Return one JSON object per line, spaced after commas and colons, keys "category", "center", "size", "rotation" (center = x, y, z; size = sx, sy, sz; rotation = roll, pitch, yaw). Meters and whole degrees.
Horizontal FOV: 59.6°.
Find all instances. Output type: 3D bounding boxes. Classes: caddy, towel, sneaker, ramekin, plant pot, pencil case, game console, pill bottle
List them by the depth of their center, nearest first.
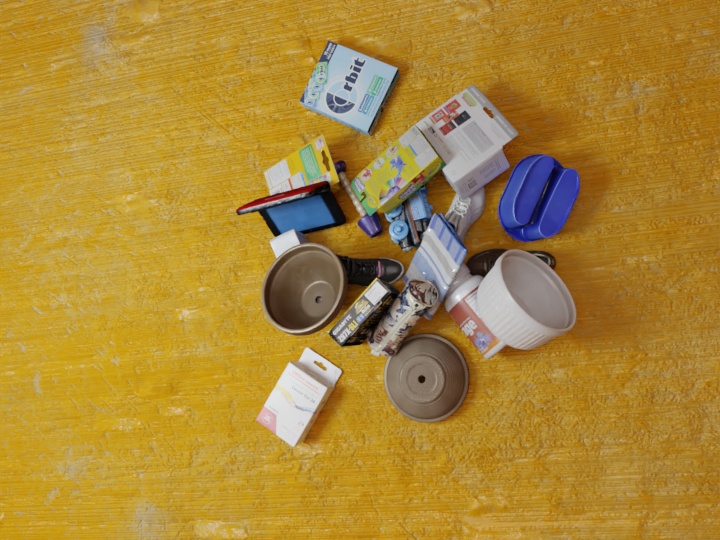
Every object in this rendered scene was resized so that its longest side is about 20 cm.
{"category": "ramekin", "center": [0.334, 0.068, 1.296], "size": [0.201, 0.199, 0.105], "rotation": [51, 131, 13]}
{"category": "plant pot", "center": [-0.108, 0.050, 1.370], "size": [0.199, 0.093, 0.203], "rotation": [-9, 67, 22]}
{"category": "pencil case", "center": [0.089, 0.107, 1.381], "size": [0.078, 0.089, 0.201], "rotation": [41, 126, 9]}
{"category": "towel", "center": [0.160, -0.009, 1.388], "size": [0.201, 0.024, 0.147], "rotation": [-66, 34, 33]}
{"category": "pill bottle", "center": [0.258, 0.086, 1.389], "size": [0.112, 0.112, 0.201], "rotation": [-40, 76, 6]}
{"category": "caddy", "center": [0.391, -0.161, 1.391], "size": [0.140, 0.105, 0.202], "rotation": [25, 90, -8]}
{"category": "sneaker", "center": [0.333, -0.020, 1.401], "size": [0.198, 0.076, 0.071], "rotation": [-4, 83, 13]}
{"category": "plant pot", "center": [0.143, 0.241, 1.411], "size": [0.198, 0.093, 0.203], "rotation": [-2, 83, 14]}
{"category": "sneaker", "center": [0.229, -0.124, 1.433], "size": [0.074, 0.087, 0.202], "rotation": [22, 88, 17]}
{"category": "game console", "center": [-0.157, -0.125, 1.456], "size": [0.198, 0.172, 0.120], "rotation": [-12, 103, 20]}
{"category": "sneaker", "center": [0.000, 0.000, 1.468], "size": [0.198, 0.099, 0.072], "rotation": [-1, 82, 12]}

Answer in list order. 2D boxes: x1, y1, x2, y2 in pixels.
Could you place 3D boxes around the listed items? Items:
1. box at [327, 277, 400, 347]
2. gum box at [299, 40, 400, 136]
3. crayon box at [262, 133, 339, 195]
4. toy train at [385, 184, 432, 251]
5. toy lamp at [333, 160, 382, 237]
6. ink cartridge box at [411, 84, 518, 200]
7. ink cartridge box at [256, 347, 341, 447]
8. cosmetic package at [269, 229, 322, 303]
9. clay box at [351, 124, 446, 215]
{"category": "box", "center": [0.017, 0.096, 1.401], "size": [0.049, 0.200, 0.160], "rotation": [42, 95, 13]}
{"category": "gum box", "center": [-0.027, -0.450, 1.553], "size": [0.199, 0.045, 0.171], "rotation": [26, 90, 14]}
{"category": "crayon box", "center": [-0.133, -0.224, 1.520], "size": [0.199, 0.051, 0.127], "rotation": [-25, 78, 30]}
{"category": "toy train", "center": [0.110, -0.149, 1.467], "size": [0.113, 0.087, 0.202], "rotation": [-16, 80, 5]}
{"category": "toy lamp", "center": [-0.011, -0.170, 1.511], "size": [0.058, 0.058, 0.201], "rotation": [-34, 78, 8]}
{"category": "ink cartridge box", "center": [0.242, -0.292, 1.418], "size": [0.175, 0.084, 0.201], "rotation": [-35, 57, 8]}
{"category": "ink cartridge box", "center": [-0.143, 0.295, 1.485], "size": [0.116, 0.067, 0.201], "rotation": [30, 91, 15]}
{"category": "cosmetic package", "center": [-0.135, 0.009, 1.499], "size": [0.073, 0.102, 0.202], "rotation": [-25, 80, 9]}
{"category": "clay box", "center": [0.080, -0.216, 1.402], "size": [0.200, 0.047, 0.115], "rotation": [-40, 56, 16]}
